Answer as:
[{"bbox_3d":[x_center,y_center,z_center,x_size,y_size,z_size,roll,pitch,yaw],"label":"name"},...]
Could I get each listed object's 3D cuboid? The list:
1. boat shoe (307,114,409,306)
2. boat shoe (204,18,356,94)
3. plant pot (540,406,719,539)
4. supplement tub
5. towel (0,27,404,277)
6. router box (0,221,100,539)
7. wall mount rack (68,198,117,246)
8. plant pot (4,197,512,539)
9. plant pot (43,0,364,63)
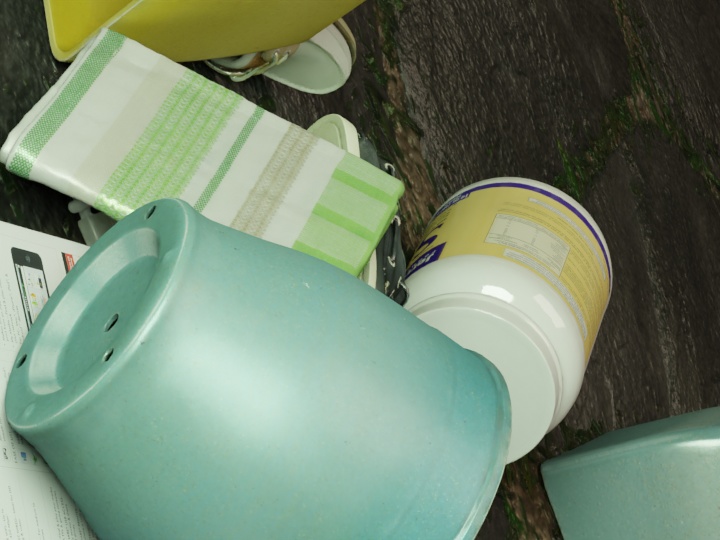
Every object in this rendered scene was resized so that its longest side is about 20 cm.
[{"bbox_3d":[-0.002,0.001,1.437,0.066,0.074,0.200,30,36,-35],"label":"boat shoe"},{"bbox_3d":[-0.078,-0.158,1.598,0.200,0.074,0.069,30,45,-41],"label":"boat shoe"},{"bbox_3d":[0.289,0.201,1.925,0.196,0.199,0.198,-11,80,-66],"label":"plant pot"},{"bbox_3d":[0.093,0.036,1.706,0.146,0.145,0.200,61,24,-17],"label":"supplement tub"},{"bbox_3d":[-0.084,-0.049,1.338,0.199,0.031,0.149,28,36,1],"label":"towel"},{"bbox_3d":[-0.179,0.073,1.205,0.179,0.049,0.201,19,54,-61],"label":"router box"},{"bbox_3d":[-0.092,-0.006,1.426,0.201,0.074,0.174,68,24,-4],"label":"wall mount rack"},{"bbox_3d":[-0.062,0.072,1.182,0.188,0.200,0.201,38,35,-24],"label":"plant pot"},{"bbox_3d":[-0.069,-0.238,1.458,0.176,0.199,0.201,9,61,-43],"label":"plant pot"}]
